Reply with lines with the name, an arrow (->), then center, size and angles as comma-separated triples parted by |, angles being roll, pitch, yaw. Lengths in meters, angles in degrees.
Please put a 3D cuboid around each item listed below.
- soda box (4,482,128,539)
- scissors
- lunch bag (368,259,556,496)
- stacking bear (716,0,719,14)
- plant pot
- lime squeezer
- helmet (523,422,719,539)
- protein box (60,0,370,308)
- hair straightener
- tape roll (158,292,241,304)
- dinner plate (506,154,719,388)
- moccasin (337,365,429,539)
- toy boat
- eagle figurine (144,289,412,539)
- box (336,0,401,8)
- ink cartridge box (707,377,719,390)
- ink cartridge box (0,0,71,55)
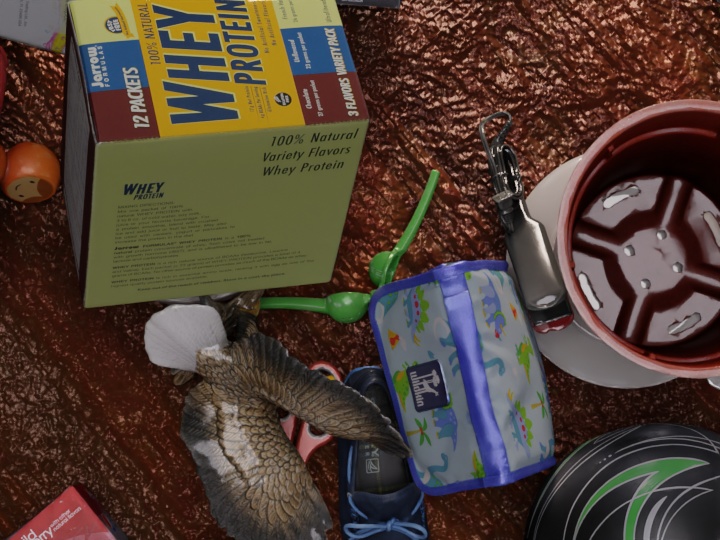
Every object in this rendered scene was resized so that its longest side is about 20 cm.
soda box -> -0.282, 0.259, 1.562 | 0.200, 0.063, 0.070 | -40, 87, -4
scissors -> -0.055, 0.173, 1.594 | 0.073, 0.014, 0.201 | 5, 84, -2
lunch bag -> 0.084, 0.083, 1.510 | 0.127, 0.200, 0.171 | -15, 86, -2
stacking bear -> 0.353, -0.202, 1.585 | 0.113, 0.121, 0.201 | -14, 93, -4
plant pot -> 0.239, -0.016, 1.499 | 0.200, 0.195, 0.202 | 0, 86, -1
lime squeezer -> 0.000, 0.000, 1.605 | 0.200, 0.038, 0.071 | -34, 55, -2
helmet -> 0.227, 0.212, 1.509 | 0.199, 0.200, 0.192 | 12, 78, 1
protein box -> -0.115, -0.092, 1.450 | 0.197, 0.200, 0.135 | -6, 56, -15
hair straightener -> 0.129, -0.052, 1.556 | 0.041, 0.077, 0.201 | -14, 58, 8
tape roll -> -0.140, -0.071, 1.604 | 0.202, 0.037, 0.204 | 0, 85, 0
dinner plate -> 0.220, -0.003, 1.607 | 0.199, 0.024, 0.201 | 0, 86, 0
moccasin -> 0.012, 0.179, 1.564 | 0.080, 0.068, 0.201 | -14, 90, -6
toy boat -> -0.304, -0.084, 1.575 | 0.130, 0.130, 0.201 | 12, 85, -28
eagle figurine -> -0.068, 0.104, 1.509 | 0.150, 0.152, 0.200 | -22, 57, -14
box -> -0.058, -0.301, 1.582 | 0.199, 0.050, 0.158 | 4, 115, 0
ink cartridge box -> 0.378, 0.028, 1.582 | 0.116, 0.067, 0.201 | 28, 85, 1
ink cartridge box -> -0.218, -0.250, 1.553 | 0.199, 0.083, 0.146 | 17, 119, 8
